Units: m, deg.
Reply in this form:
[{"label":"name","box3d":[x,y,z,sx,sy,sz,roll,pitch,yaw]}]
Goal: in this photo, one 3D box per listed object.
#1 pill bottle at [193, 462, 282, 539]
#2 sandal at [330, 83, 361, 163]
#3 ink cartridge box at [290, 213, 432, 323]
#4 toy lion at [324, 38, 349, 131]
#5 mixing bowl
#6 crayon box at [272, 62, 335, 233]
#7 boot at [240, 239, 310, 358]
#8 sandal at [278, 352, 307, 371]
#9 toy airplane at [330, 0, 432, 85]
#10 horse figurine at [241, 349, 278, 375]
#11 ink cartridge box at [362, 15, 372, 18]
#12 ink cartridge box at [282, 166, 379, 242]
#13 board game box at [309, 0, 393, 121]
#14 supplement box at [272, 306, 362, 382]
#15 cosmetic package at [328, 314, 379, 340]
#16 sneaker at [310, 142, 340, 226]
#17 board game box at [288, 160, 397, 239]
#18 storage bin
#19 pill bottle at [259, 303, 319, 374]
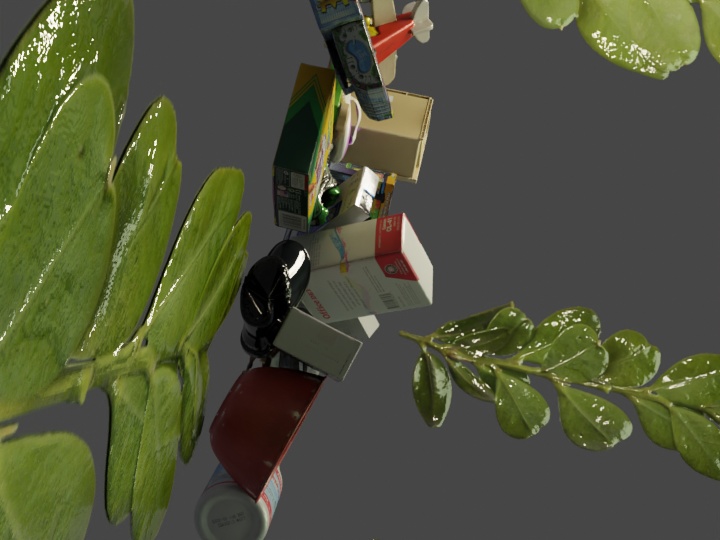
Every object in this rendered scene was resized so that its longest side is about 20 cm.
[{"label":"pill bottle","box3d":[-0.177,0.336,1.582,0.200,0.109,0.109,-70,173,-77]},{"label":"sandal","box3d":[-0.021,-0.263,1.835,0.203,0.050,0.082,-89,-161,-44]},{"label":"ink cartridge box","box3d":[0.000,0.000,1.679,0.148,0.200,0.086,58,29,-47]},{"label":"toy lion","box3d":[-0.044,-0.319,1.759,0.192,0.069,0.200,-98,-159,-75]},{"label":"mixing bowl","box3d":[-0.141,0.211,1.462,0.200,0.108,0.200,-62,177,-5]},{"label":"crayon box","box3d":[-0.082,-0.176,1.549,0.200,0.058,0.173,99,5,-68]},{"label":"boot","box3d":[-0.119,0.017,1.513,0.168,0.076,0.200,108,2,-65]},{"label":"sandal","box3d":[-0.107,0.151,1.712,0.200,0.043,0.076,-122,-140,-79]},{"label":"toy airplane","box3d":[0.032,-0.437,1.910,0.199,0.141,0.200,-2,124,-55]},{"label":"horse figurine","box3d":[-0.148,0.099,1.711,0.133,0.050,0.200,-54,157,-72]},{"label":"ink cartridge box","box3d":[0.006,-0.404,2.184,0.148,0.086,0.200,-75,179,-47]},{"label":"ink cartridge box","box3d":[-0.054,-0.085,1.739,0.200,0.039,0.100,-31,-149,38]},{"label":"board game box","box3d":[-0.019,-0.316,1.418,0.200,0.062,0.200,43,30,-79]},{"label":"supplement box","box3d":[-0.062,0.107,1.478,0.061,0.109,0.200,-62,180,-8]},{"label":"cosmetic package","box3d":[-0.050,0.032,1.846,0.200,0.082,0.051,63,35,-17]},{"label":"sneaker","box3d":[-0.072,-0.141,1.718,0.078,0.085,0.200,101,2,-51]},{"label":"board game box","box3d":[-0.037,-0.092,1.857,0.057,0.165,0.200,-76,179,-63]},{"label":"storage bin","box3d":[0.026,-0.271,1.988,0.199,0.200,0.094,-74,175,-55]},{"label":"pill bottle","box3d":[-0.106,0.093,1.914,0.113,0.113,0.200,101,4,-55]}]
